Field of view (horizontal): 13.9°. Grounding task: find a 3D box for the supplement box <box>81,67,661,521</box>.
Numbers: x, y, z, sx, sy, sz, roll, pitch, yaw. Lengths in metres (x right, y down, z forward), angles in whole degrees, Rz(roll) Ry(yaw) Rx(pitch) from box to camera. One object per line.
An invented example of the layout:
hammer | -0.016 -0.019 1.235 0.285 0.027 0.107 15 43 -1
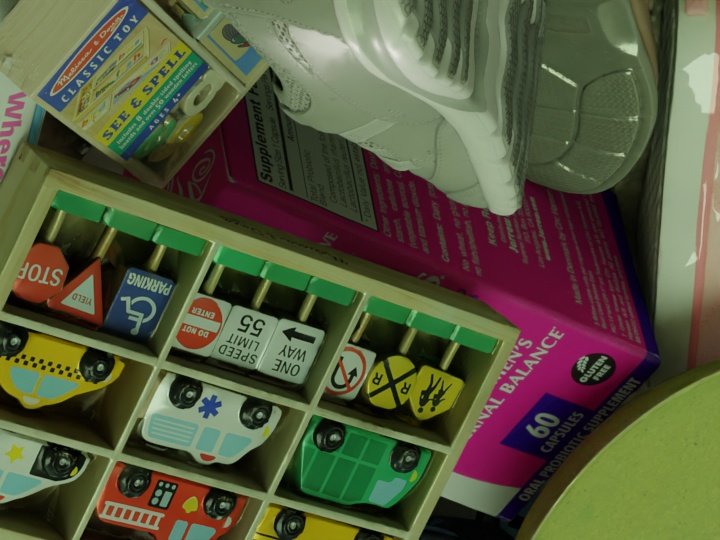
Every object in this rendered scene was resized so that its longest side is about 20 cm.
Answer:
supplement box | 0.000 0.000 1.108 0.199 0.104 0.101 23 125 -27

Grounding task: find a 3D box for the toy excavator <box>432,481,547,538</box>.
toy excavator | 0.123 0.114 1.233 0.199 0.196 0.100 -11 144 43

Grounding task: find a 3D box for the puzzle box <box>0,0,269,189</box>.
puzzle box | -0.026 -0.120 0.934 0.200 0.025 0.133 -49 162 1

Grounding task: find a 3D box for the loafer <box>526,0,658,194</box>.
loafer | 0.076 -0.101 1.047 0.071 0.063 0.200 13 153 14

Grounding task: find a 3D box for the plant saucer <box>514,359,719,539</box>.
plant saucer | 0.128 0.109 1.150 0.199 0.031 0.201 -19 131 -24

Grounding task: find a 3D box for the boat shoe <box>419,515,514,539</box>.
boat shoe | -0.021 0.122 1.222 0.199 0.085 0.069 -14 153 30

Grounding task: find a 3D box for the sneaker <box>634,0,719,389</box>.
sneaker | 0.160 -0.026 1.127 0.104 0.076 0.201 0 131 -3

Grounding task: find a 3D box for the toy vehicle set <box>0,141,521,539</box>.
toy vehicle set | -0.052 0.044 0.992 0.199 0.026 0.125 18 102 -35

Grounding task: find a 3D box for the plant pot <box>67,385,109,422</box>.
plant pot | -0.070 0.096 1.055 0.199 0.028 0.201 -14 126 -20

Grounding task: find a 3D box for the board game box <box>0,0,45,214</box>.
board game box | -0.169 -0.009 0.919 0.134 0.034 0.201 -7 121 -47

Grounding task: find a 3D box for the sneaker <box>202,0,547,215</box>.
sneaker | 0.009 -0.074 0.960 0.081 0.075 0.200 4 163 19
